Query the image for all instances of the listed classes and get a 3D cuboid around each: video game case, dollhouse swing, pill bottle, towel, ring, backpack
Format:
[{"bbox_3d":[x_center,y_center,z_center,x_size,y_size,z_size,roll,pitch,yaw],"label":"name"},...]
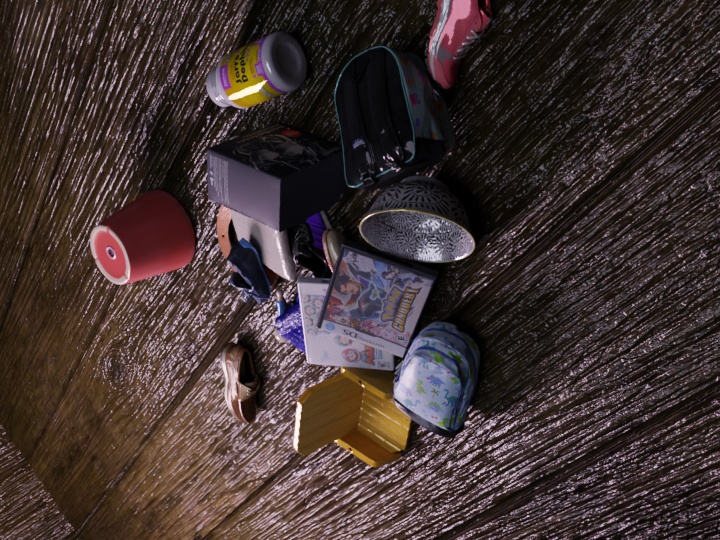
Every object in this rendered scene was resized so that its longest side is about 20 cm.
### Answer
[{"bbox_3d":[0.026,0.055,1.425,0.177,0.026,0.203,19,126,0],"label":"video game case"},{"bbox_3d":[-0.013,0.314,1.586,0.180,0.175,0.204,27,126,27],"label":"dollhouse swing"},{"bbox_3d":[-0.198,-0.362,1.444,0.197,0.104,0.106,-8,107,42],"label":"pill bottle"},{"bbox_3d":[-0.070,0.113,1.577,0.147,0.050,0.199,42,133,-18],"label":"towel"},{"bbox_3d":[-0.197,-0.068,1.580,0.199,0.034,0.135,30,141,44],"label":"towel"},{"bbox_3d":[-0.024,0.104,1.500,0.178,0.024,0.203,3,126,10],"label":"video game case"},{"bbox_3d":[-0.236,-0.063,1.689,0.197,0.019,0.205,19,123,31],"label":"ring"},{"bbox_3d":[0.049,-0.248,1.252,0.174,0.151,0.204,-21,84,47],"label":"backpack"},{"bbox_3d":[0.141,0.194,1.430,0.162,0.153,0.203,32,116,18],"label":"backpack"}]

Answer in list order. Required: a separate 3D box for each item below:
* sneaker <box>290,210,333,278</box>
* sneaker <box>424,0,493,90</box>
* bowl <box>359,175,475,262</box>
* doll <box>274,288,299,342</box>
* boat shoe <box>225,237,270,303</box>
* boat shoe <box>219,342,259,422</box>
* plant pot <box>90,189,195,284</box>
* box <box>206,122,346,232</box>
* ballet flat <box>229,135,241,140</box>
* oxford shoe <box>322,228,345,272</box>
[{"bbox_3d":[-0.103,-0.063,1.519,0.069,0.099,0.202,-33,89,42],"label":"sneaker"},{"bbox_3d":[0.153,-0.364,1.170,0.085,0.074,0.204,22,126,25],"label":"sneaker"},{"bbox_3d":[0.101,-0.096,1.312,0.198,0.199,0.096,-7,63,42],"label":"bowl"},{"bbox_3d":[-0.128,0.090,1.654,0.136,0.049,0.200,42,133,-1],"label":"doll"},{"bbox_3d":[-0.243,0.009,1.630,0.084,0.069,0.202,35,157,32],"label":"boat shoe"},{"bbox_3d":[-0.280,0.271,1.860,0.073,0.075,0.204,5,115,34],"label":"boat shoe"},{"bbox_3d":[-0.511,-0.068,1.809,0.197,0.176,0.205,18,122,32],"label":"plant pot"},{"bbox_3d":[-0.149,-0.177,1.432,0.180,0.199,0.106,24,125,27],"label":"box"},{"bbox_3d":[-0.259,-0.235,1.596,0.199,0.069,0.070,-29,93,45],"label":"ballet flat"},{"bbox_3d":[0.000,0.000,1.493,0.073,0.071,0.202,-22,108,40],"label":"oxford shoe"}]
